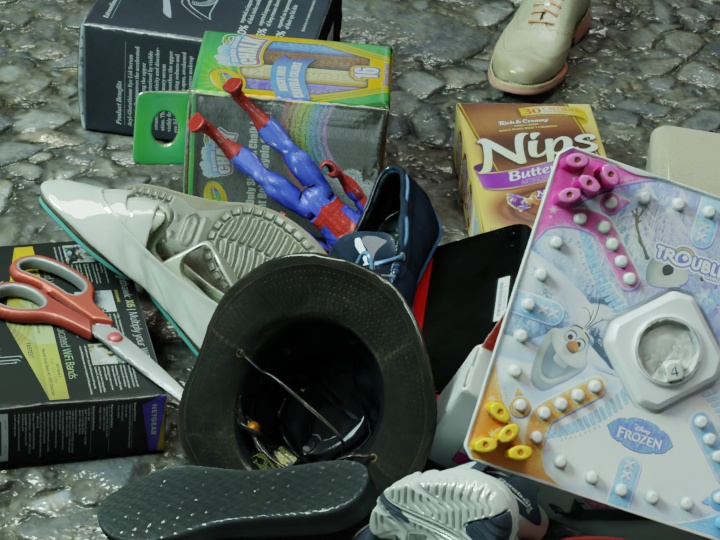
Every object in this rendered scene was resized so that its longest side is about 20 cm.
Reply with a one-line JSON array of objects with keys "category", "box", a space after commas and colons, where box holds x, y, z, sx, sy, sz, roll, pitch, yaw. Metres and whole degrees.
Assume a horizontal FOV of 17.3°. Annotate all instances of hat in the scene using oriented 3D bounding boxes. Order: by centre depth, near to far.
[{"category": "hat", "box": [-0.020, 0.088, 1.575, 0.200, 0.201, 0.081, 23, 12, 25]}]

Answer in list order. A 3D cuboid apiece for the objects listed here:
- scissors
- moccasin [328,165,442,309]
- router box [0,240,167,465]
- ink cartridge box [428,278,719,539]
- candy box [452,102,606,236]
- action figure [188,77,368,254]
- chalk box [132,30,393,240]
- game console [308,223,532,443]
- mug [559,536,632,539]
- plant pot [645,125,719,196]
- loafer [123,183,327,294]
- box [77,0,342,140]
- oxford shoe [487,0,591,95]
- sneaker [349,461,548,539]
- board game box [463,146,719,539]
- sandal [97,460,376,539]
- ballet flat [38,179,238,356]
[{"category": "scissors", "box": [-0.176, 0.040, 1.657, 0.200, 0.014, 0.073, 23, 37, 24]}, {"category": "moccasin", "box": [0.000, 0.000, 1.692, 0.080, 0.068, 0.200, -13, 32, 23]}, {"category": "router box", "box": [-0.232, 0.055, 1.686, 0.157, 0.052, 0.200, -4, 35, -14]}, {"category": "ink cartridge box", "box": [0.156, 0.105, 1.503, 0.200, 0.174, 0.044, 26, 55, -4]}, {"category": "candy box", "box": [0.142, -0.063, 1.901, 0.116, 0.057, 0.200, 0, 33, -6]}, {"category": "action figure", "box": [-0.042, -0.059, 1.797, 0.065, 0.200, 0.052, -48, 20, -2]}, {"category": "chalk box", "box": [-0.079, -0.109, 1.873, 0.199, 0.125, 0.124, 6, 29, 0]}, {"category": "game console", "box": [0.039, 0.049, 1.685, 0.176, 0.031, 0.200, -15, 31, 17]}, {"category": "mug", "box": [0.201, 0.213, 1.434, 0.199, 0.134, 0.178, 2, 51, -11]}, {"category": "plant pot", "box": [0.282, 0.042, 1.658, 0.199, 0.200, 0.177, 10, 46, 7]}, {"category": "loafer", "box": [-0.098, -0.013, 1.774, 0.200, 0.068, 0.076, 22, 83, 28]}, {"category": "box", "box": [-0.126, -0.186, 2.004, 0.199, 0.105, 0.148, 8, 35, 6]}, {"category": "oxford shoe", "box": [0.160, -0.223, 2.117, 0.071, 0.074, 0.200, 13, 35, 12]}, {"category": "sneaker", "box": [0.074, 0.151, 1.468, 0.129, 0.199, 0.080, -29, 75, -32]}, {"category": "board game box", "box": [0.186, 0.048, 1.430, 0.199, 0.200, 0.026, 18, -4, -4]}, {"category": "sandal", "box": [-0.082, 0.164, 1.528, 0.200, 0.048, 0.075, -5, 31, 26]}, {"category": "ballet flat", "box": [-0.141, -0.009, 1.703, 0.200, 0.069, 0.069, 44, 40, -2]}]
